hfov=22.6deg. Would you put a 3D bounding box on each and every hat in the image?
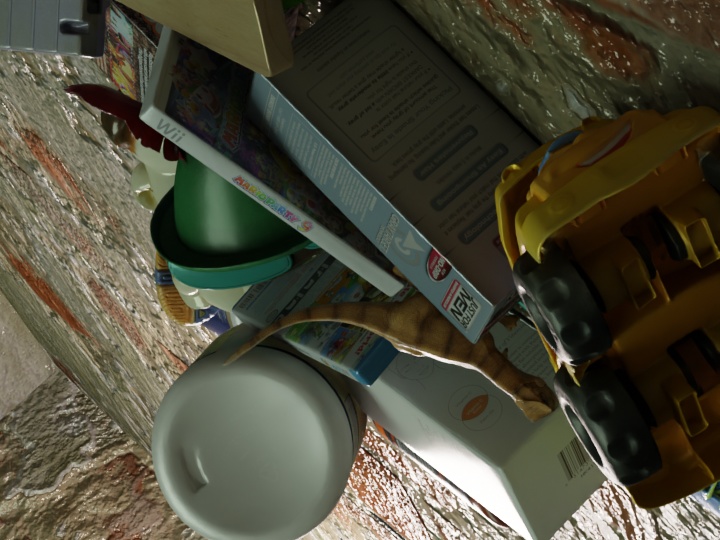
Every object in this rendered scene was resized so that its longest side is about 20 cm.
[{"bbox_3d":[-0.091,-0.112,1.180,0.200,0.165,0.177,-117,4,-60],"label":"hat"}]

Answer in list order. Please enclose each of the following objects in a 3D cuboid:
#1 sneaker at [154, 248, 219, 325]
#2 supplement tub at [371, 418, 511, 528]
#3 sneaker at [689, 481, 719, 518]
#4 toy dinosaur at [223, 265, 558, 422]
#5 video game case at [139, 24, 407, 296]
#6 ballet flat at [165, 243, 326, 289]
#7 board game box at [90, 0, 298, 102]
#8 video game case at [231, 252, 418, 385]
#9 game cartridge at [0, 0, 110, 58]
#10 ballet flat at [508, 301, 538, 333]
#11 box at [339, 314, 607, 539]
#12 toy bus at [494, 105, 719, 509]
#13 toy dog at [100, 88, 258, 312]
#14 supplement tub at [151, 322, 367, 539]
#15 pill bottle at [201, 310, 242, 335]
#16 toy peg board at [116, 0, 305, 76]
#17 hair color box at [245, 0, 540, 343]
[{"bbox_3d":[-0.144,-0.055,1.558,0.088,0.075,0.202,-165,78,-75],"label":"sneaker"},{"bbox_3d":[0.076,0.109,1.394,0.200,0.107,0.107,34,160,47],"label":"supplement tub"},{"bbox_3d":[0.207,0.102,1.070,0.105,0.076,0.200,28,177,24],"label":"sneaker"},{"bbox_3d":[0.030,0.029,1.084,0.198,0.107,0.061,16,135,6],"label":"toy dinosaur"},{"bbox_3d":[-0.045,-0.086,1.137,0.199,0.144,0.018,35,126,-23],"label":"video game case"},{"bbox_3d":[-0.050,-0.039,1.296,0.199,0.071,0.071,-19,120,30],"label":"ballet flat"},{"bbox_3d":[-0.149,-0.197,1.280,0.200,0.097,0.160,46,165,7],"label":"board game box"},{"bbox_3d":[0.000,0.000,1.265,0.018,0.143,0.200,47,167,-28],"label":"video game case"},{"bbox_3d":[-0.216,-0.243,1.172,0.129,0.038,0.202,10,100,36],"label":"game cartridge"},{"bbox_3d":[0.096,-0.002,1.150,0.200,0.068,0.068,45,177,13],"label":"ballet flat"},{"bbox_3d":[0.087,0.075,1.244,0.200,0.124,0.098,35,161,43],"label":"box"},{"bbox_3d":[0.133,-0.012,0.933,0.201,0.135,0.192,62,175,-38],"label":"toy bus"},{"bbox_3d":[-0.126,-0.073,1.416,0.194,0.139,0.201,-82,-30,-67],"label":"toy dog"},{"bbox_3d":[-0.070,0.115,1.349,0.145,0.145,0.200,48,-171,-2],"label":"supplement tub"},{"bbox_3d":[-0.104,0.009,1.647,0.111,0.111,0.200,55,164,-25],"label":"pill bottle"},{"bbox_3d":[-0.087,-0.244,1.044,0.200,0.097,0.200,31,142,48],"label":"toy peg board"},{"bbox_3d":[0.036,-0.065,1.074,0.200,0.099,0.061,45,156,11],"label":"hair color box"}]
